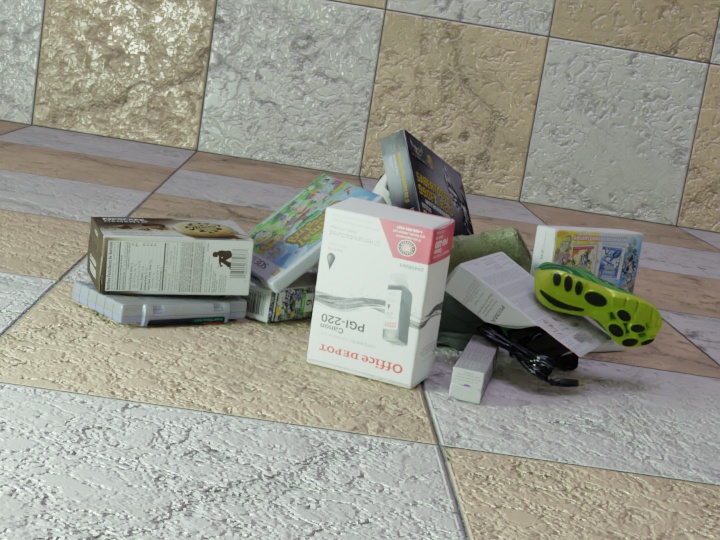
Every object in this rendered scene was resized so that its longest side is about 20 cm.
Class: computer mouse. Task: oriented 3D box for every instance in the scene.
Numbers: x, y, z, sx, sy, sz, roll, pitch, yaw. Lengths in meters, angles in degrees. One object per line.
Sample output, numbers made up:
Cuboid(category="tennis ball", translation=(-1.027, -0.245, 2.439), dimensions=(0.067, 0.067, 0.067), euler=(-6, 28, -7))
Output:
Cuboid(category="computer mouse", translation=(0.257, 0.108, 1.625), dimensions=(0.199, 0.046, 0.140), euler=(15, 18, -49))

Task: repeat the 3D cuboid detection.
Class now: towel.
Cuboid(category="towel", translation=(0.205, -0.003, 1.953), dimensions=(0.147, 0.037, 0.200), euler=(-9, -32, 15))

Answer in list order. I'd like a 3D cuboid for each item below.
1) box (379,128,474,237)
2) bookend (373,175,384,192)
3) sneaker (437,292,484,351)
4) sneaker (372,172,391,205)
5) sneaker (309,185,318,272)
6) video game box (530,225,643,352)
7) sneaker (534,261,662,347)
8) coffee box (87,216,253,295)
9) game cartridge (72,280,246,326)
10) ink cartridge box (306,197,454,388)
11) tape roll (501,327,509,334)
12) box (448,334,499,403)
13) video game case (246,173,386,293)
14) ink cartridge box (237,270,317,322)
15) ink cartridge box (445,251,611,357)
Cuboid(category="box", translation=(0.111, -0.113, 1.953), dimensions=(0.048, 0.159, 0.200), euler=(-22, -29, 25))
Cuboid(category="bookend", translation=(0.029, -0.070, 2.058), dimensions=(0.199, 0.092, 0.200), euler=(6, 48, -16))
Cuboid(category="sneaker", translation=(0.097, 0.058, 1.701), dimensions=(0.199, 0.091, 0.076), euler=(6, 15, -12))
Cuboid(category="sneaker", translation=(0.055, -0.082, 1.951), dimensions=(0.075, 0.089, 0.201), euler=(3, 48, -18))
Cuboid(category="sneaker", translation=(-0.099, -0.068, 1.923), dimensions=(0.199, 0.141, 0.078), euler=(16, 13, 19))
Cuboid(category="video game box", translation=(0.326, 0.028, 1.808), dimensions=(0.199, 0.183, 0.047), euler=(1, 13, -40))
Cuboid(category="sneaker", translation=(0.323, 0.037, 1.655), dimensions=(0.199, 0.074, 0.084), euler=(26, 25, -15))
Cuboid(category="coffee box", translation=(-0.254, -0.019, 1.625), dimensions=(0.199, 0.080, 0.113), euler=(1, 15, -20))
Cuboid(category="game cartridge", translation=(-0.264, 0.042, 1.631), dimensions=(0.199, 0.039, 0.129), euler=(-1, 18, -43))
Cuboid(category="ink cartridge box", translation=(0.023, 0.027, 1.494), dimensions=(0.145, 0.201, 0.085), euler=(13, 16, 20))
Cuboid(category="tape roll", translation=(0.144, 0.058, 1.861), dimensions=(0.199, 0.049, 0.200), euler=(9, 10, -2))
Cuboid(category="box", translation=(0.145, 0.121, 1.540), dimensions=(0.041, 0.039, 0.200), euler=(11, 10, 9))
Cuboid(category="video game case", translation=(-0.082, -0.057, 1.730), dimensions=(0.200, 0.022, 0.182), euler=(-39, 29, -14))
Cuboid(category="ink cartridge box", translation=(-0.109, 0.033, 1.769), dimensions=(0.108, 0.051, 0.200), euler=(16, 11, 33))
Cuboid(category="ink cartridge box", translation=(0.224, 0.056, 1.640), dimensions=(0.200, 0.057, 0.162), euler=(43, 23, 16))
